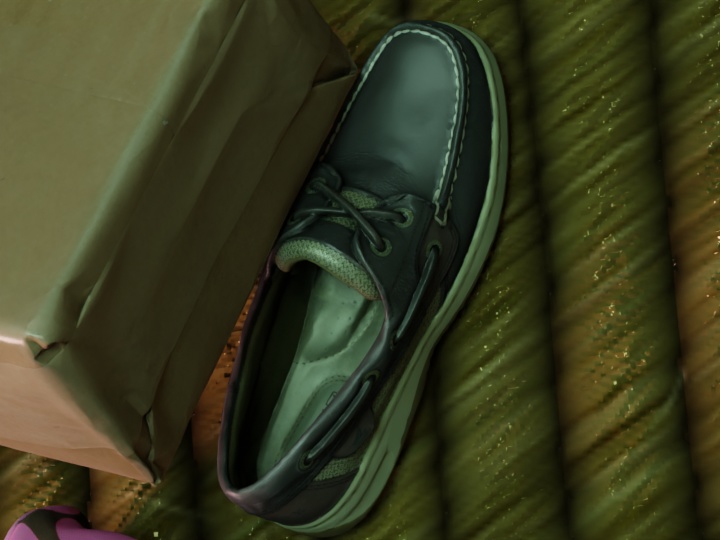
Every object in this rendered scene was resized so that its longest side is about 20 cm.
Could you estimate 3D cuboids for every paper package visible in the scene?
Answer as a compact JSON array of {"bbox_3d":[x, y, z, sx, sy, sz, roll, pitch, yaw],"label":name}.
[{"bbox_3d":[-0.131,-0.040,0.966,0.200,0.104,0.191,10,62,31],"label":"paper package"}]

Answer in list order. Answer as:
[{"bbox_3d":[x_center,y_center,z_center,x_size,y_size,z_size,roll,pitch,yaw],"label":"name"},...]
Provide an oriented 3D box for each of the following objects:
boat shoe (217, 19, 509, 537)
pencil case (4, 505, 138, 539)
[{"bbox_3d":[-0.001,0.000,0.977,0.072,0.066,0.201,18,89,26],"label":"boat shoe"},{"bbox_3d":[-0.051,0.150,0.961,0.200,0.094,0.091,18,89,27],"label":"pencil case"}]
